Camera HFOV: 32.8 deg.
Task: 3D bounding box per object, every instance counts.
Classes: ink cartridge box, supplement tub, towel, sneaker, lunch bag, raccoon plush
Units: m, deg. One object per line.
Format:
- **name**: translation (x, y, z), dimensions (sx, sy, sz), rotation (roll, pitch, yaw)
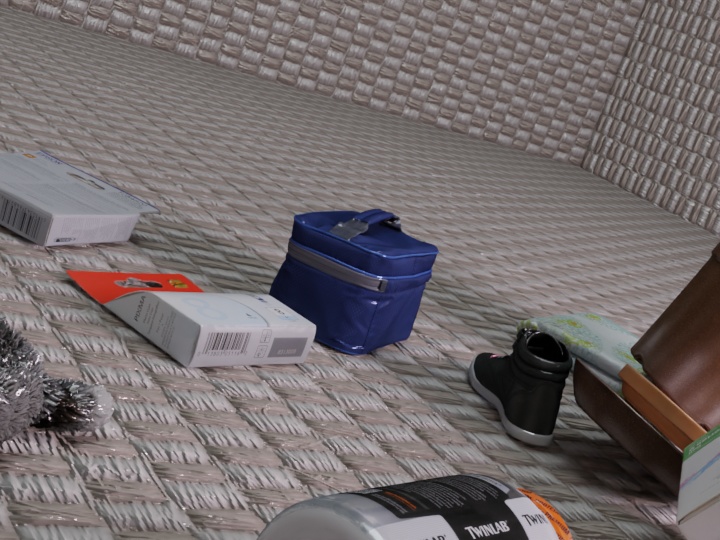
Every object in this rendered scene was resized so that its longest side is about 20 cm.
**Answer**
- **ink cartridge box**: translation (0.336, 0.211, 1.000), dimensions (0.146, 0.087, 0.200), rotation (54, 17, 2)
- **supplement tub**: translation (0.038, 0.185, 0.718), dimensions (0.122, 0.123, 0.199), rotation (30, 18, 37)
- **towel**: translation (0.325, 0.109, 1.585), dimensions (0.200, 0.048, 0.171), rotation (30, 16, 35)
- **ink cartridge box**: translation (-0.357, -0.084, 1.368), dimensions (0.199, 0.041, 0.200), rotation (26, 14, 22)
- **sneaker**: translation (0.172, 0.101, 1.288), dimensions (0.070, 0.100, 0.200), rotation (15, 13, -13)
- **ink cartridge box**: translation (-0.165, 0.029, 1.192), dimensions (0.200, 0.047, 0.160), rotation (33, 18, 35)
- **lunch bag**: translation (0.000, 0.000, 1.361), dimensions (0.135, 0.133, 0.200), rotation (25, 15, 19)
- **raccoon plush**: translation (-0.223, 0.093, 0.788), dimensions (0.199, 0.097, 0.134), rotation (10, 25, -38)

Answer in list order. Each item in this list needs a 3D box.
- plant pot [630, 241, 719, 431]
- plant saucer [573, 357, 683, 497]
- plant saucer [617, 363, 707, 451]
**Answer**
- **plant pot**: translation (0.431, 0.078, 1.402), dimensions (0.200, 0.198, 0.200), rotation (42, 12, -11)
- **plant saucer**: translation (0.277, 0.166, 1.208), dimensions (0.200, 0.037, 0.200), rotation (42, 3, -3)
- **plant saucer**: translation (0.342, 0.175, 1.264), dimensions (0.200, 0.032, 0.200), rotation (41, 5, -4)
